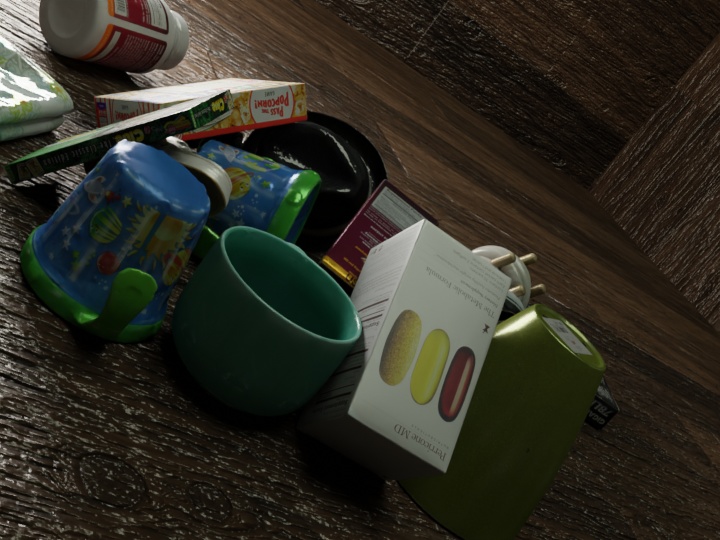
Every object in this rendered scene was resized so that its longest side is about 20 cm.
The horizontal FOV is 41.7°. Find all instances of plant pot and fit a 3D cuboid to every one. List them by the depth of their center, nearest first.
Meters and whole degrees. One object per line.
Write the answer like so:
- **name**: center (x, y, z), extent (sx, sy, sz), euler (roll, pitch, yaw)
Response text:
- **plant pot**: center (0.146, 0.138, 0.952), extent (0.186, 0.201, 0.188), euler (33, 19, -13)

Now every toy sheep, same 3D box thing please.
- **toy sheep**: center (0.194, 0.025, 1.411), extent (0.138, 0.138, 0.199), euler (48, 20, 25)

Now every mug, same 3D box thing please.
- **mug**: center (-0.083, 0.053, 0.851), extent (0.152, 0.115, 0.184), euler (45, 19, 20)

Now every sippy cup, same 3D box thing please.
- **sippy cup**: center (-0.198, -0.032, 0.804), extent (0.178, 0.131, 0.139), euler (48, 21, 23)
- **sippy cup**: center (-0.129, -0.069, 1.017), extent (0.129, 0.141, 0.178), euler (27, -5, 0)

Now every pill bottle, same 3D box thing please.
- **pill bottle**: center (-0.324, -0.329, 1.275), extent (0.113, 0.113, 0.199), euler (45, 19, 19)

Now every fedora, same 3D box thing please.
- **fedora**: center (-0.061, -0.120, 1.162), extent (0.200, 0.201, 0.092), euler (41, -10, 7)

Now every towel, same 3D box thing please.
- **towel**: center (-0.397, -0.200, 0.943), extent (0.170, 0.048, 0.200), euler (39, 19, 0)

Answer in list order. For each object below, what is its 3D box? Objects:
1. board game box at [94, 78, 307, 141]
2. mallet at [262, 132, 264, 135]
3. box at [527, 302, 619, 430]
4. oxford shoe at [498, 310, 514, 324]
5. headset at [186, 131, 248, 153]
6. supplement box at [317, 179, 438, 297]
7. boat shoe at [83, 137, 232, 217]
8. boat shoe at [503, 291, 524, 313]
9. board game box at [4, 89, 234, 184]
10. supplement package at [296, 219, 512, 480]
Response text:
- **board game box**: center (-0.184, -0.189, 1.100), extent (0.198, 0.047, 0.150), euler (-17, 22, -39)
- **mallet**: center (-0.105, -0.142, 1.257), extent (0.202, 0.041, 0.066), euler (66, 14, -6)
- **box**: center (0.302, 0.134, 1.495), extent (0.197, 0.050, 0.201), euler (34, 20, -14)
- **oxford shoe**: center (0.107, 0.047, 1.192), extent (0.198, 0.073, 0.071), euler (22, 21, -25)
- **headset**: center (-0.201, -0.163, 1.231), extent (0.198, 0.095, 0.124), euler (-8, 46, -45)
- **supplement box**: center (0.000, 0.000, 1.051), extent (0.085, 0.111, 0.200), euler (38, 37, -2)
- **boat shoe**: center (-0.189, -0.101, 0.924), extent (0.198, 0.072, 0.069), euler (13, 43, 38)
- **boat shoe**: center (0.157, 0.056, 1.292), extent (0.198, 0.072, 0.071), euler (21, 31, -33)
- **board game box**: center (-0.225, -0.127, 0.892), extent (0.105, 0.197, 0.024), euler (-61, 135, -64)
- **supplement package**: center (0.042, 0.077, 0.878), extent (0.113, 0.109, 0.202), euler (31, 63, -18)
